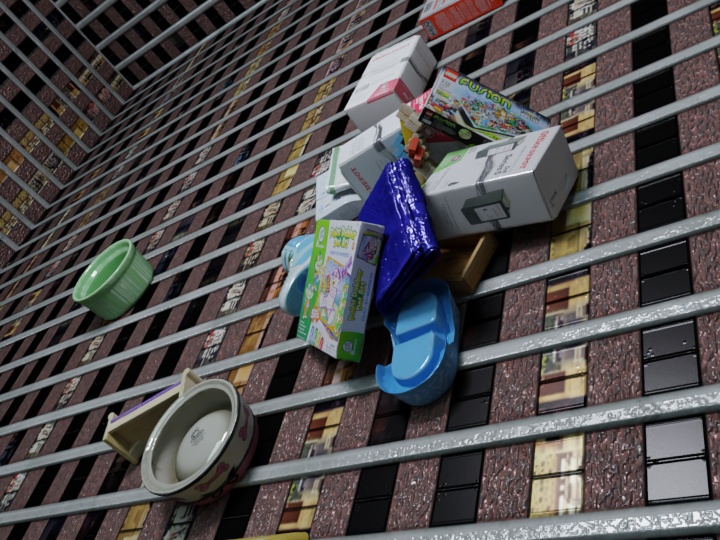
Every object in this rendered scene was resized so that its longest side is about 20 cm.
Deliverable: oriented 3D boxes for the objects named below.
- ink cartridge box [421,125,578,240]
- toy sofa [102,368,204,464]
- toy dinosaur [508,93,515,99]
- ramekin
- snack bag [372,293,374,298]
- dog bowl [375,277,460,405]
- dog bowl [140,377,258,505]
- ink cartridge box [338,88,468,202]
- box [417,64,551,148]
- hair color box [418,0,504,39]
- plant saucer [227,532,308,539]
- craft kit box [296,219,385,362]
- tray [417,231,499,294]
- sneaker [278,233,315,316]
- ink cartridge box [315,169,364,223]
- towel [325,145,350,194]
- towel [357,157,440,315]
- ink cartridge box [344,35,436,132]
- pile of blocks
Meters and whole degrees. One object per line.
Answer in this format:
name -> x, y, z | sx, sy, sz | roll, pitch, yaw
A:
ink cartridge box -> 0.202, -0.128, 1.122 | 0.199, 0.084, 0.146 | -9, 30, 38
toy sofa -> -0.350, 0.247, 1.332 | 0.199, 0.083, 0.098 | -30, 33, 20
toy dinosaur -> 0.202, -0.267, 1.379 | 0.200, 0.060, 0.107 | -41, 41, 23
ramekin -> -0.615, 0.028, 1.900 | 0.199, 0.098, 0.201 | -29, 33, 21
snack bag -> 0.000, 0.000, 1.237 | 0.201, 0.021, 0.188 | -60, 20, -12
dog bowl -> 0.085, 0.099, 1.046 | 0.111, 0.050, 0.201 | -24, 36, 29
dog bowl -> -0.244, 0.272, 1.178 | 0.199, 0.074, 0.201 | -28, 37, 23
ink cartridge box -> 0.080, -0.198, 1.329 | 0.199, 0.145, 0.084 | -28, 31, 22
box -> 0.200, -0.241, 1.209 | 0.111, 0.199, 0.035 | -66, 3, -34
hair color box -> 0.242, -0.628, 1.767 | 0.199, 0.061, 0.102 | -15, 40, 37
plant saucer -> -0.174, 0.420, 0.946 | 0.199, 0.048, 0.201 | -19, 38, 33
craft kit box -> -0.035, 0.023, 1.157 | 0.200, 0.048, 0.200 | -170, 93, -68
tray -> 0.110, -0.012, 1.171 | 0.199, 0.037, 0.099 | 0, 50, 48
sneaker -> -0.110, 0.007, 1.362 | 0.130, 0.080, 0.200 | -5, 37, 43
ink cartridge box -> 0.000, -0.178, 1.494 | 0.199, 0.047, 0.161 | -32, 32, 20
towel -> 0.033, -0.213, 1.481 | 0.198, 0.031, 0.150 | -11, 41, 16
towel -> 0.045, -0.054, 1.103 | 0.148, 0.049, 0.201 | -53, 34, 36
ink cartridge box -> 0.068, -0.410, 1.671 | 0.145, 0.085, 0.201 | -12, 43, 40
pile of blocks -> 0.088, -0.169, 1.232 | 0.081, 0.202, 0.062 | -17, 11, 18
